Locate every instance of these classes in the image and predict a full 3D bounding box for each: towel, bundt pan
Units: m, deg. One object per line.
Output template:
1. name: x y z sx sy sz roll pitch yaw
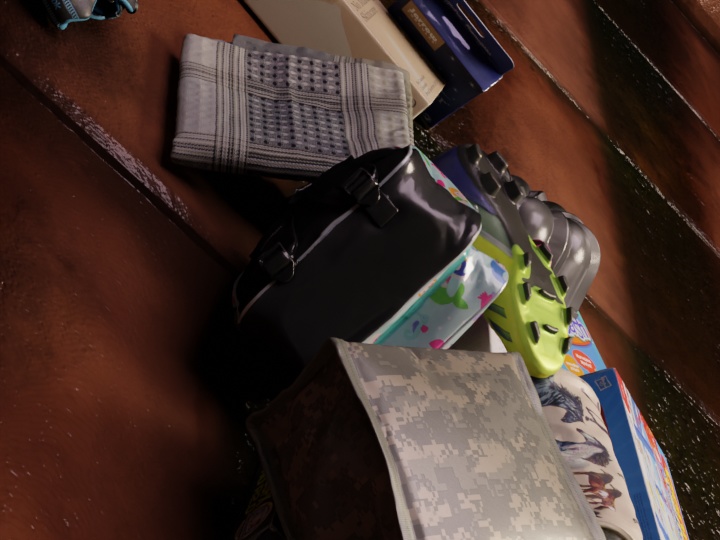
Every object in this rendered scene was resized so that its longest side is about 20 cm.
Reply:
1. towel: -0.049 -0.130 1.329 0.193 0.035 0.200 7 33 -7
2. bundt pan: 0.134 -0.044 1.531 0.202 0.076 0.202 33 10 -7

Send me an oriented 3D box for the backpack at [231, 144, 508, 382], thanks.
1. backpack: 0.000 0.000 1.168 0.151 0.178 0.200 46 -1 -15

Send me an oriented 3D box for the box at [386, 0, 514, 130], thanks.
1. box: 0.069 -0.212 1.640 0.121 0.032 0.200 51 -19 -4

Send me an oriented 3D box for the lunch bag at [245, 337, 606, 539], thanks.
1. lunch bag: 0.048 0.151 0.996 0.164 0.118 0.200 6 50 -42

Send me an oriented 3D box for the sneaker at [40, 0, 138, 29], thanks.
1. sneaker: -0.197 -0.231 1.301 0.200 0.073 0.082 -30 100 -61

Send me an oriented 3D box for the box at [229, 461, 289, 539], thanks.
1. box: 0.009 0.198 1.087 0.200 0.044 0.160 47 23 -12

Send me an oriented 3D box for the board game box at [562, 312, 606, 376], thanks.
1. board game box: 0.178 0.098 1.537 0.152 0.045 0.200 23 35 -48

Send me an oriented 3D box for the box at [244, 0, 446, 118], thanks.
1. box: -0.018 -0.219 1.581 0.200 0.078 0.095 49 23 -8

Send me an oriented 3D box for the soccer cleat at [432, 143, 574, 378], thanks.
1. soccer cleat: 0.095 -0.001 1.245 0.065 0.084 0.200 16 45 -48

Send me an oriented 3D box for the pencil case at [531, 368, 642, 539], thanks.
1. pencil case: 0.137 0.148 1.156 0.089 0.078 0.200 24 26 -16

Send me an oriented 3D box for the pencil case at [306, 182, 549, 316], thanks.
1. pencil case: 0.048 -0.025 1.342 0.200 0.091 0.094 25 -4 -6

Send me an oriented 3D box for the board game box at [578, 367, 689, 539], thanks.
1. board game box: 0.221 0.208 1.343 0.196 0.056 0.200 51 23 -55

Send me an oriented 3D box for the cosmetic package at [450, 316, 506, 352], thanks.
1. cosmetic package: 0.111 0.129 1.339 0.102 0.074 0.200 41 28 -24
